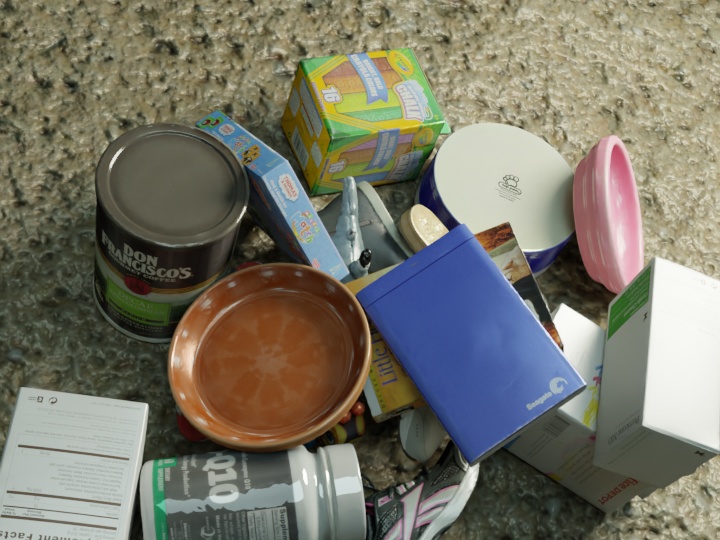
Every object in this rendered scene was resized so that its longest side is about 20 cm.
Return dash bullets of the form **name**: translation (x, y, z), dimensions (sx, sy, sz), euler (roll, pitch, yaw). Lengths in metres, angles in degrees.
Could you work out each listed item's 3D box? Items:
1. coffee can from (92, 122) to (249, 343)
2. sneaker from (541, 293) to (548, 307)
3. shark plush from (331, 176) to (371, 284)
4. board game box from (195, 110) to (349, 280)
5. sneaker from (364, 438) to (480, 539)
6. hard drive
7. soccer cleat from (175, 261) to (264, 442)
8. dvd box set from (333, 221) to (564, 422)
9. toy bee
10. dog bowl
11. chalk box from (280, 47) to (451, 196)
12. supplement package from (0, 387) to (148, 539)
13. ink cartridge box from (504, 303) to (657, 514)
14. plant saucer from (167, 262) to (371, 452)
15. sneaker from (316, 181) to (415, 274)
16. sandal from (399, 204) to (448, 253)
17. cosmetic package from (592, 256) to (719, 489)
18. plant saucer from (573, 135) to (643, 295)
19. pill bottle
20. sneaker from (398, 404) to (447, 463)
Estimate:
- **coffee can**: translation (-0.201, -0.034, 1.018), dimensions (0.146, 0.200, 0.147), euler (7, 58, -12)
- **sneaker**: translation (0.118, 0.070, 1.088), dimensions (0.200, 0.074, 0.080), euler (-29, 93, -11)
- **shark plush**: translation (0.000, 0.000, 1.072), dimensions (0.091, 0.083, 0.200), euler (16, 73, -19)
- **board game box**: translation (-0.097, -0.079, 1.055), dimensions (0.037, 0.151, 0.200), euler (-35, 35, -10)
- **sneaker**: translation (0.048, 0.243, 0.992), dimensions (0.086, 0.080, 0.200), euler (35, 55, 3)
- **hard drive**: translation (0.103, 0.067, 0.943), dimensions (0.132, 0.025, 0.200), euler (-33, 68, -4)
- **soccer cleat**: translation (-0.136, 0.088, 1.045), dimensions (0.068, 0.085, 0.200), euler (15, 77, 13)
- **dvd box set**: translation (0.083, 0.050, 0.985), dimensions (0.200, 0.029, 0.147), euler (-20, 66, 2)
- **toy bee**: translation (-0.028, 0.142, 1.017), dimensions (0.200, 0.109, 0.131), euler (37, 55, 8)
- **dog bowl**: translation (0.173, -0.086, 1.235), dimensions (0.200, 0.079, 0.200), euler (8, 58, -12)
- **chalk box**: translation (0.021, -0.189, 1.226), dimensions (0.200, 0.124, 0.125), euler (-13, 64, -23)
- **supplement package**: translation (-0.267, 0.226, 0.885), dimensions (0.120, 0.121, 0.200), euler (9, 58, -10)
- **ink cartridge box**: translation (0.258, 0.160, 1.079), dimensions (0.200, 0.129, 0.125), euler (32, 55, 3)
- **plant saucer**: translation (-0.087, 0.084, 0.957), dimensions (0.200, 0.032, 0.201), euler (-5, 57, 7)
- **sneaker**: translation (0.012, 0.005, 1.148), dimensions (0.106, 0.075, 0.200), euler (-31, 79, -9)
- **sandal**: translation (0.140, -0.003, 1.129), dimensions (0.212, 0.070, 0.078), euler (44, 41, -15)
- **cosmetic package**: translation (0.301, 0.102, 0.986), dimensions (0.085, 0.108, 0.200), euler (21, 53, -5)
- **plant saucer**: translation (0.308, -0.065, 1.221), dimensions (0.051, 0.201, 0.201), euler (-6, 52, 26)
- **pill bottle**: translation (-0.100, 0.223, 0.924), dimensions (0.200, 0.113, 0.113), euler (-6, 61, -9)
- **sneaker**: translation (0.113, 0.113, 1.002), dimensions (0.092, 0.076, 0.200), euler (25, 83, 27)
